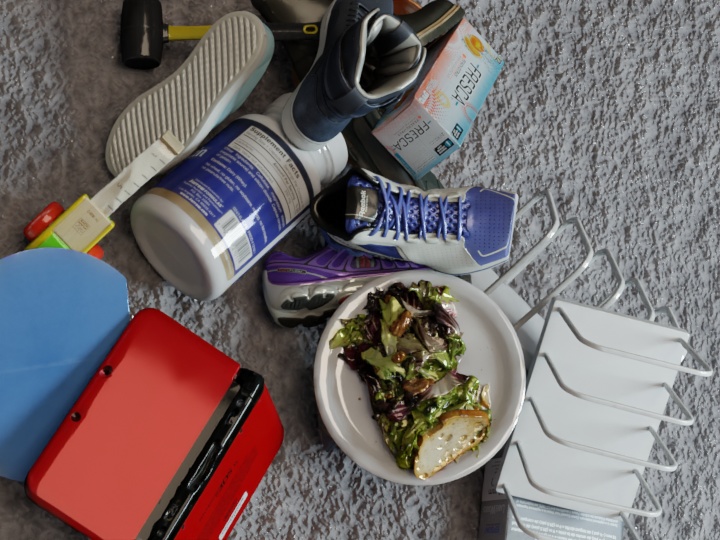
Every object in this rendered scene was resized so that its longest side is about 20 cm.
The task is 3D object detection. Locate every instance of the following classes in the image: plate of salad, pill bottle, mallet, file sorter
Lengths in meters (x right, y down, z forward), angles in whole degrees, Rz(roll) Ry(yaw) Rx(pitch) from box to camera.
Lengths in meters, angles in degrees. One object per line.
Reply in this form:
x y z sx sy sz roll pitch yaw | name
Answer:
0.055 0.096 1.239 0.198 0.048 0.202 0 78 1 | plate of salad
-0.109 -0.074 1.258 0.200 0.116 0.116 -43 99 -29 | pill bottle
-0.133 -0.238 1.290 0.198 0.041 0.067 -8 80 -5 | mallet
0.225 0.151 1.248 0.137 0.125 0.202 14 104 -6 | file sorter
0.213 0.036 1.361 0.200 0.139 0.124 42 107 -13 | file sorter

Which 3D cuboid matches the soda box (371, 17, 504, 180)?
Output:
0.080 -0.174 1.333 0.068 0.063 0.200 45 36 -11 | soda box

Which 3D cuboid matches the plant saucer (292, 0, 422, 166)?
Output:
0.018 -0.198 1.405 0.198 0.032 0.202 6 76 -27 | plant saucer

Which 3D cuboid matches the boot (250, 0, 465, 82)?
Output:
0.001 -0.262 1.353 0.199 0.077 0.139 -35 91 -31 | boot

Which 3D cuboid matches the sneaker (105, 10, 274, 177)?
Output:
-0.151 -0.154 1.257 0.200 0.082 0.074 -41 79 11 | sneaker

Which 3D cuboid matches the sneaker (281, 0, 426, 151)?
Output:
0.014 -0.213 1.224 0.077 0.146 0.204 32 57 -18 | sneaker

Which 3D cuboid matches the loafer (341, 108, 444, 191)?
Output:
0.044 -0.077 1.325 0.201 0.063 0.072 60 23 10 | loafer

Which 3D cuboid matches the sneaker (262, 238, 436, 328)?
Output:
0.000 0.000 1.317 0.198 0.081 0.084 -2 58 -22 | sneaker

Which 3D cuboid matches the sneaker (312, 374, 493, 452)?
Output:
0.050 0.143 1.300 0.198 0.074 0.082 5 98 3 | sneaker

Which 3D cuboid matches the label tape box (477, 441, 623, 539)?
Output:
0.196 0.253 1.374 0.143 0.063 0.202 15 72 -23 | label tape box

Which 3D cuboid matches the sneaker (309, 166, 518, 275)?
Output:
0.038 -0.044 1.222 0.115 0.197 0.081 20 75 -71 | sneaker

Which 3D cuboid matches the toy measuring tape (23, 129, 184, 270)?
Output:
-0.235 -0.051 1.190 0.200 0.074 0.074 -43 100 2 | toy measuring tape

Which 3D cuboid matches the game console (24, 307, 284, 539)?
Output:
-0.174 0.169 1.190 0.118 0.173 0.201 20 62 22 | game console

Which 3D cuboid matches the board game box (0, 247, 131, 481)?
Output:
-0.277 0.081 1.163 0.157 0.039 0.202 -8 97 -29 | board game box
